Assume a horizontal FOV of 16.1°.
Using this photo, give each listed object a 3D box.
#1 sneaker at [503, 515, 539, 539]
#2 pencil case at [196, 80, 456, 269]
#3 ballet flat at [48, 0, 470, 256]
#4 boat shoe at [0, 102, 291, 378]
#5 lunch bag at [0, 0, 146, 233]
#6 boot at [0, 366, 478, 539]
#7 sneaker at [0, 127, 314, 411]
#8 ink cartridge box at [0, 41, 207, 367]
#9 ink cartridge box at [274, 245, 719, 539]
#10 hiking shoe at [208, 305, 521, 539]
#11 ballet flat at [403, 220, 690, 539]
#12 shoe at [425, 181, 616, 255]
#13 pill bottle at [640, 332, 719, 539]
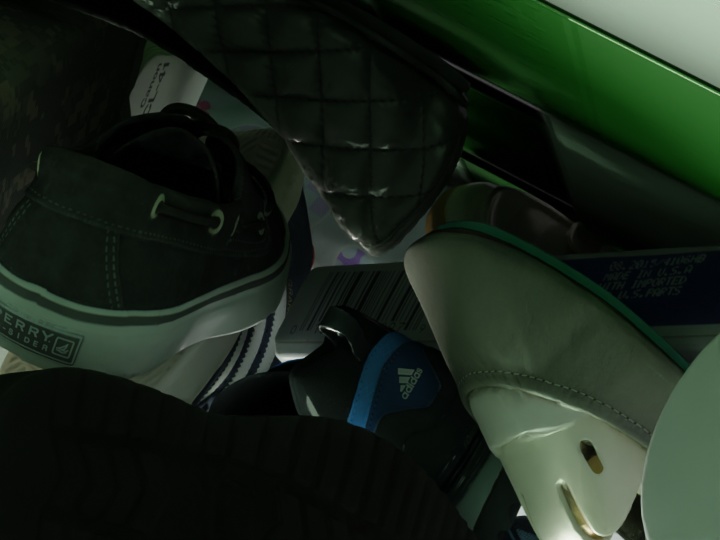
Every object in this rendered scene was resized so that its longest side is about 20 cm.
[{"bbox_3d":[0.109,0.127,0.818,0.199,0.079,0.096,26,-150,-41],"label":"sneaker"},{"bbox_3d":[0.000,0.000,0.977,0.199,0.091,0.083,29,149,24],"label":"pencil case"},{"bbox_3d":[-0.061,-0.071,0.716,0.199,0.057,0.066,28,176,18],"label":"ballet flat"},{"bbox_3d":[-0.056,-0.017,0.740,0.068,0.057,0.200,22,-167,6],"label":"boat shoe"},{"bbox_3d":[-0.185,-0.058,0.794,0.199,0.118,0.164,18,-153,14],"label":"lunch bag"},{"bbox_3d":[-0.069,0.076,0.721,0.138,0.078,0.199,-7,151,44],"label":"boot"},{"bbox_3d":[-0.059,0.033,0.858,0.074,0.200,0.085,1,123,23],"label":"sneaker"},{"bbox_3d":[-0.173,-0.062,0.926,0.199,0.148,0.086,28,-167,11],"label":"ink cartridge box"},{"bbox_3d":[0.101,0.066,0.826,0.199,0.041,0.200,-2,141,46],"label":"ink cartridge box"},{"bbox_3d":[-0.015,0.067,0.823,0.087,0.075,0.200,39,143,-7],"label":"hiking shoe"},{"bbox_3d":[0.084,0.065,0.718,0.200,0.064,0.067,38,152,-20],"label":"ballet flat"},{"bbox_3d":[0.111,0.026,0.880,0.199,0.053,0.070,36,-145,-13],"label":"shoe"},{"bbox_3d":[0.172,0.085,0.674,0.199,0.113,0.112,31,176,-29],"label":"pill bottle"}]
